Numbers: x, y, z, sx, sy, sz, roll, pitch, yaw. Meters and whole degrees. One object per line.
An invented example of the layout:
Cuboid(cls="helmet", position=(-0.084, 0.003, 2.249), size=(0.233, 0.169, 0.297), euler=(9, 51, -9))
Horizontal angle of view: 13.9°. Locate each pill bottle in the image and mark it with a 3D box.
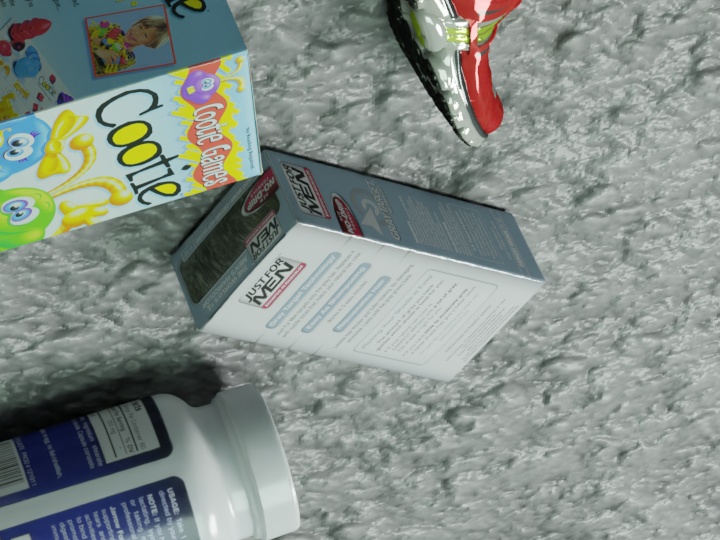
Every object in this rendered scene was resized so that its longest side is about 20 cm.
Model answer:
Cuboid(cls="pill bottle", position=(-0.145, 0.141, 1.777), size=(0.200, 0.116, 0.116), euler=(-16, 144, -9))

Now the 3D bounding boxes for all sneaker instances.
Cuboid(cls="sneaker", position=(0.062, -0.141, 1.567), size=(0.085, 0.077, 0.200), euler=(-26, 146, -6))

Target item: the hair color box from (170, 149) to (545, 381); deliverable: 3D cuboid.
Cuboid(cls="hair color box", position=(0.000, 0.000, 1.725), size=(0.200, 0.061, 0.099), euler=(13, 131, -41))

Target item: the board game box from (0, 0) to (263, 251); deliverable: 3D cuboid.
Cuboid(cls="board game box", position=(-0.161, -0.087, 1.479), size=(0.200, 0.105, 0.103), euler=(-17, 145, -8))
